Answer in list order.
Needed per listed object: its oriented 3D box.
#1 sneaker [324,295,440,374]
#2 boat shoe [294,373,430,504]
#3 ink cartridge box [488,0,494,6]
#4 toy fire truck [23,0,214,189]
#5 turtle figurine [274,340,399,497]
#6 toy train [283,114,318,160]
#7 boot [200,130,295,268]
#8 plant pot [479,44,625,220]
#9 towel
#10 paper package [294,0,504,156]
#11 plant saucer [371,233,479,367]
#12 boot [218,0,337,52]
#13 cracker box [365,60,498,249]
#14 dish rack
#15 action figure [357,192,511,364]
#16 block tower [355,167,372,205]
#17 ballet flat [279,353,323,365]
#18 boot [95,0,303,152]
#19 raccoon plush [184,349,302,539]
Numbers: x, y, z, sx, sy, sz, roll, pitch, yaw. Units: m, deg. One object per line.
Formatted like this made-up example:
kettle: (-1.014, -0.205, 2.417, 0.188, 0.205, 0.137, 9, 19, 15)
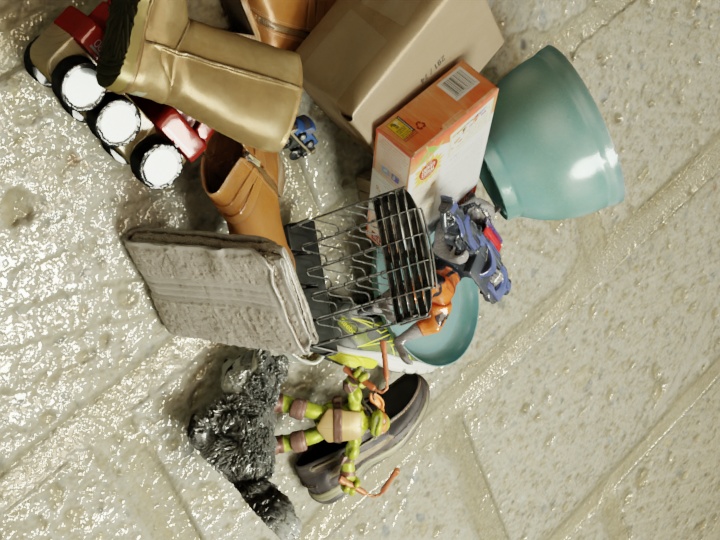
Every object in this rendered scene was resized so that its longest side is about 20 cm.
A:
sneaker: (0.035, 0.076, 1.508, 0.199, 0.074, 0.086, 4, 102, -43)
boat shoe: (0.002, 0.194, 1.508, 0.200, 0.074, 0.073, -46, 123, -7)
ink cartridge box: (0.078, -0.331, 1.425, 0.195, 0.043, 0.202, 24, 87, -45)
toy fire truck: (-0.197, -0.211, 1.181, 0.200, 0.128, 0.176, -47, 132, -6)
turtle figurine: (-0.033, 0.168, 1.442, 0.159, 0.065, 0.202, 1, 112, -4)
toy train: (-0.092, -0.171, 1.295, 0.046, 0.034, 0.200, -39, 151, 3)
boot: (-0.121, -0.053, 1.259, 0.155, 0.073, 0.203, 49, 36, -72)
plant pot: (0.201, -0.139, 1.444, 0.133, 0.201, 0.201, -27, 126, 0)
towel: (-0.141, 0.022, 1.248, 0.035, 0.198, 0.134, -52, 135, -41)
paper package: (0.044, -0.231, 1.317, 0.200, 0.103, 0.191, -50, 158, 0)
plant saucer: (0.076, 0.018, 1.511, 0.199, 0.027, 0.203, 16, 68, -46)
boot: (-0.077, -0.287, 1.273, 0.154, 0.076, 0.202, -4, 111, -40)
cracker box: (0.074, -0.115, 1.353, 0.134, 0.058, 0.201, -40, 158, -24)
dish rack: (0.000, 0.000, 1.319, 0.054, 0.199, 0.155, -1, 77, -53)
action figure: (0.084, -0.014, 1.388, 0.194, 0.104, 0.201, -50, 141, -17)
block tower: (0.087, -0.127, 1.498, 0.199, 0.058, 0.055, -31, 124, -28)
ballet flat: (-0.099, 0.041, 1.382, 0.070, 0.069, 0.200, -53, 132, -14)
boot: (-0.134, -0.216, 1.137, 0.199, 0.066, 0.177, 13, 97, -43)
raccoon plush: (-0.095, 0.179, 1.363, 0.134, 0.200, 0.097, -45, 170, 0)
